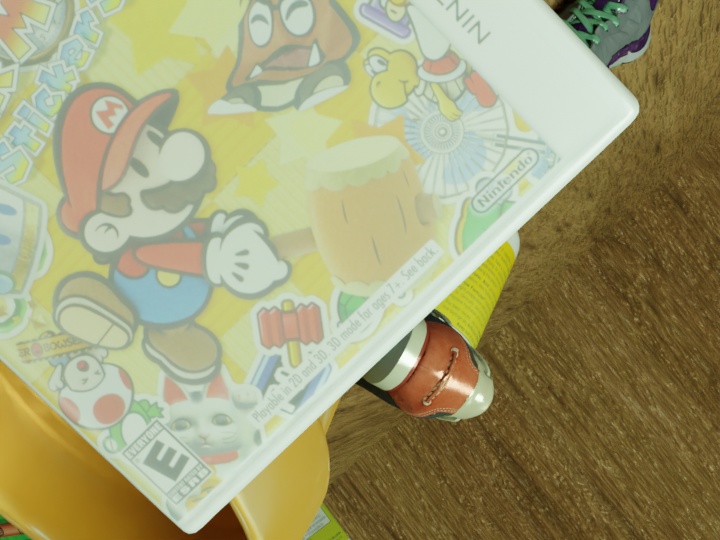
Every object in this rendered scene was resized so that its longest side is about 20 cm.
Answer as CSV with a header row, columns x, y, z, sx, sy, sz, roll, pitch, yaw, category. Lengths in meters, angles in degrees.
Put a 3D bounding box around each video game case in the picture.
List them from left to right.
x,y,z,sx,sy,sz,roll,pitch,yaw,category
-0.049,-0.045,0.388,0.200,0.182,0.023,-44,-173,13,video game case

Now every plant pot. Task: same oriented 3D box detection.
x,y,z,sx,sy,sz,roll,pitch,yaw,category
-0.077,0.015,0.555,0.183,0.200,0.200,-53,178,-35,plant pot

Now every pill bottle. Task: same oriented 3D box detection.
x,y,z,sx,sy,sz,roll,pitch,yaw,category
0.058,-0.002,0.993,0.111,0.111,0.201,102,14,-73,pill bottle

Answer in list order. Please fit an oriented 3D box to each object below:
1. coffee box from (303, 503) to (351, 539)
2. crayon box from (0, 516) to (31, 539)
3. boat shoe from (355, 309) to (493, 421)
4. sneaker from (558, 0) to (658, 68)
x,y,z,sx,sy,sz,roll,pitch,yaw,category
-0.148,0.318,1.419,0.200,0.198,0.200,-34,168,-23,coffee box
-0.133,0.105,0.759,0.200,0.058,0.119,-43,170,-45,crayon box
0.031,0.051,0.809,0.071,0.062,0.200,-63,-168,0,boat shoe
0.163,-0.182,0.927,0.200,0.074,0.088,-41,156,-45,sneaker
